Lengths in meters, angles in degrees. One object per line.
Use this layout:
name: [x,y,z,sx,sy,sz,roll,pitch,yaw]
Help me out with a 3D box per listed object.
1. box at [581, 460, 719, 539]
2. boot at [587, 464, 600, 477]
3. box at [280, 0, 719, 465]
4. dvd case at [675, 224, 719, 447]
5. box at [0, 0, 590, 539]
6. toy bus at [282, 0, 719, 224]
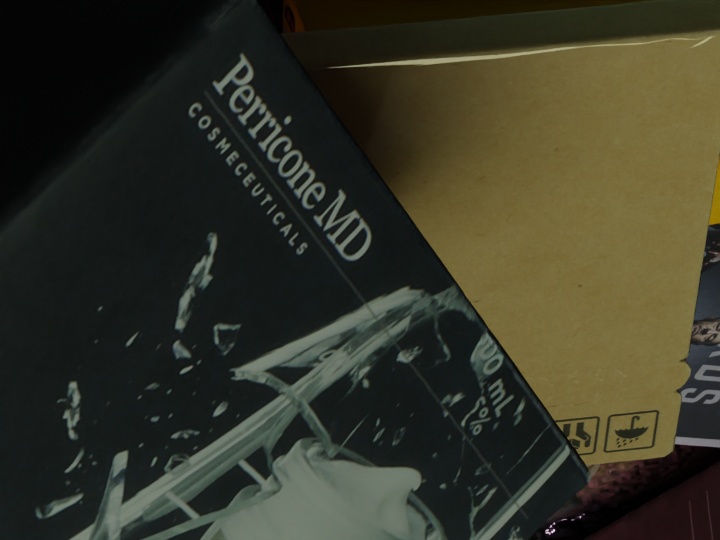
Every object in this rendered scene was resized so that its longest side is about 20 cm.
box: [0.160,0.195,1.097,0.165,0.165,0.200,17,144,-34]
boot: [-0.009,0.025,0.901,0.199,0.071,0.146,25,149,-3]
box: [0.000,0.000,0.759,0.198,0.021,0.164,-5,132,-9]
dvd case: [0.105,0.012,0.966,0.198,0.025,0.151,6,143,-20]
box: [-0.083,0.037,0.619,0.197,0.124,0.200,-45,138,-6]
toy bus: [0.079,-0.054,0.800,0.198,0.065,0.079,-9,131,-12]
